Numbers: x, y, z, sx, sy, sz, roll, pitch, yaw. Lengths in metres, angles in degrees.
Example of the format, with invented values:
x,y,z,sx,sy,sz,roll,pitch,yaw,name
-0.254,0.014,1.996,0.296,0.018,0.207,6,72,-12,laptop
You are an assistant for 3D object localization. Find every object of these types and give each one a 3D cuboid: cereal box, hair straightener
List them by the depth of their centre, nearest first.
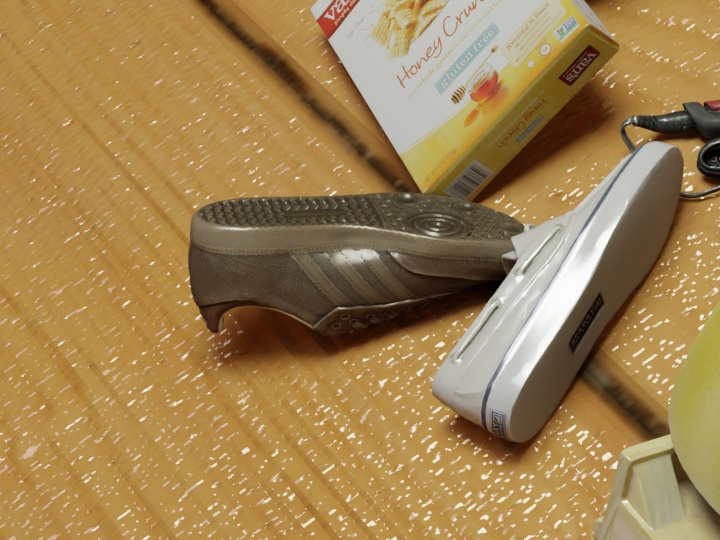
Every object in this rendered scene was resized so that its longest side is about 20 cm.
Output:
x,y,z,sx,sy,sz,roll,pitch,yaw,name
0.245,-0.078,1.202,0.199,0.041,0.077,-2,51,19,hair straightener
0.058,-0.150,1.299,0.144,0.039,0.200,-47,45,17,cereal box

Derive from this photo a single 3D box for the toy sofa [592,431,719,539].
x,y,z,sx,sy,sz,roll,pitch,yaw,name
0.198,0.170,0.998,0.083,0.098,0.200,-14,42,-25,toy sofa

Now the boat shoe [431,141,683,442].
x,y,z,sx,sy,sz,roll,pitch,yaw,name
0.110,0.003,1.170,0.066,0.072,0.200,23,71,29,boat shoe

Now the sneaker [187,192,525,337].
x,y,z,sx,sy,sz,roll,pitch,yaw,name
0.000,0.000,1.221,0.199,0.076,0.070,3,24,-3,sneaker

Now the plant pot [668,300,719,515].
x,y,z,sx,sy,sz,roll,pitch,yaw,name
0.257,0.032,0.990,0.199,0.142,0.200,5,37,-4,plant pot
